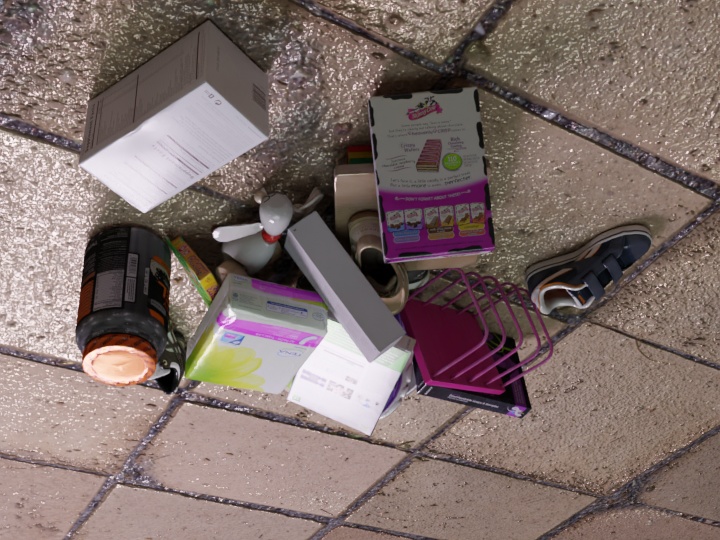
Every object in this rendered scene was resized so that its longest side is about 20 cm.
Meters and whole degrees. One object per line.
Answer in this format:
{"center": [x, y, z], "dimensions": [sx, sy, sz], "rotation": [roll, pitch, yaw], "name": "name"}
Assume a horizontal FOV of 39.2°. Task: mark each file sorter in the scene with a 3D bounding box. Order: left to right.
{"center": [0.176, 0.087, 1.501], "dimensions": [0.125, 0.139, 0.200], "rotation": [-36, 149, 29], "name": "file sorter"}

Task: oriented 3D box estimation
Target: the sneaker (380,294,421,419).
{"center": [0.037, 0.131, 1.574], "dimensions": [0.083, 0.081, 0.201], "rotation": [12, 95, -19], "name": "sneaker"}

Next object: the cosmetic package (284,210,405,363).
{"center": [-0.022, 0.023, 1.338], "dimensions": [0.051, 0.200, 0.083], "rotation": [-35, 173, -14], "name": "cosmetic package"}

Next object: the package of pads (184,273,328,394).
{"center": [-0.143, 0.093, 1.413], "dimensions": [0.154, 0.068, 0.200], "rotation": [14, 140, -22], "name": "package of pads"}

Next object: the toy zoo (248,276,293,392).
{"center": [-0.139, 0.088, 1.529], "dimensions": [0.131, 0.020, 0.200], "rotation": [34, 140, 17], "name": "toy zoo"}

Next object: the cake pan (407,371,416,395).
{"center": [0.009, 0.162, 1.689], "dimensions": [0.199, 0.037, 0.201], "rotation": [-3, 141, -3], "name": "cake pan"}

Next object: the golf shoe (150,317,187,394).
{"center": [-0.319, 0.113, 1.543], "dimensions": [0.078, 0.095, 0.200], "rotation": [-17, 138, 14], "name": "golf shoe"}

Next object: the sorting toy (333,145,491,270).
{"center": [0.063, -0.088, 1.366], "dimensions": [0.199, 0.070, 0.199], "rotation": [-3, 141, -4], "name": "sorting toy"}

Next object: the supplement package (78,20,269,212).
{"center": [-0.218, -0.177, 1.187], "dimensions": [0.200, 0.114, 0.109], "rotation": [-26, 136, 25], "name": "supplement package"}

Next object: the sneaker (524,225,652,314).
{"center": [0.348, 0.006, 1.512], "dimensions": [0.200, 0.080, 0.078], "rotation": [-26, 136, 20], "name": "sneaker"}

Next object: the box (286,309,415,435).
{"center": [-0.017, 0.147, 1.490], "dimensions": [0.144, 0.036, 0.200], "rotation": [24, 133, 1], "name": "box"}

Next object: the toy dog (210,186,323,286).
{"center": [-0.150, -0.058, 1.360], "dimensions": [0.096, 0.132, 0.200], "rotation": [42, 126, 4], "name": "toy dog"}

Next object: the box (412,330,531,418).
{"center": [0.172, 0.151, 1.614], "dimensions": [0.199, 0.143, 0.036], "rotation": [15, 134, -24], "name": "box"}

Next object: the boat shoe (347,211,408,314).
{"center": [0.025, 0.007, 1.370], "dimensions": [0.072, 0.065, 0.200], "rotation": [-10, 141, 5], "name": "boat shoe"}

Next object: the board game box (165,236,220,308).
{"center": [-0.217, 0.032, 1.458], "dimensions": [0.030, 0.096, 0.200], "rotation": [-38, 141, -10], "name": "board game box"}

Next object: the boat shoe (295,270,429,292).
{"center": [0.000, 0.000, 1.468], "dimensions": [0.200, 0.072, 0.061], "rotation": [-12, 138, -5], "name": "boat shoe"}

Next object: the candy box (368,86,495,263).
{"center": [0.085, -0.115, 1.236], "dimensions": [0.136, 0.201, 0.061], "rotation": [-5, 176, -1], "name": "candy box"}

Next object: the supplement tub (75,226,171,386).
{"center": [-0.322, 0.049, 1.379], "dimensions": [0.122, 0.200, 0.123], "rotation": [-4, 142, -3], "name": "supplement tub"}
